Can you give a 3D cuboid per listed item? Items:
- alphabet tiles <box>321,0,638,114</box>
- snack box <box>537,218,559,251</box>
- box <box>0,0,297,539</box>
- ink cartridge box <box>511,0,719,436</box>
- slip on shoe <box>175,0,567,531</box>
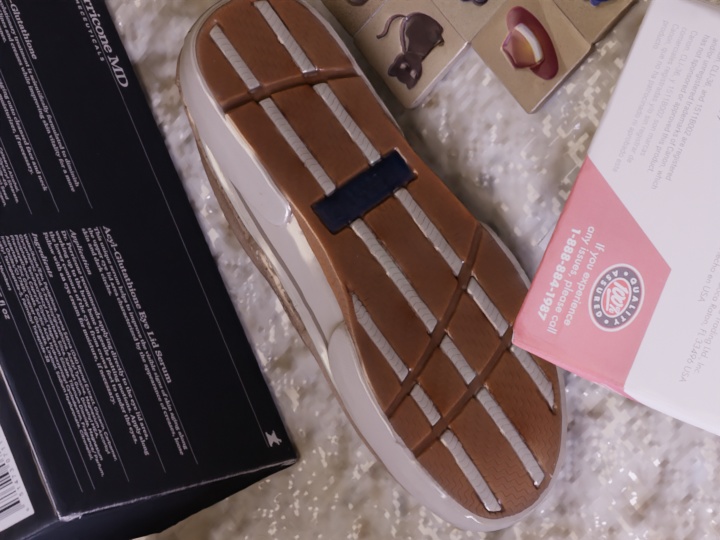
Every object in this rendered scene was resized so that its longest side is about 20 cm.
[{"bbox_3d":[0.049,-0.158,0.880,0.200,0.006,0.167,-47,71,26],"label":"alphabet tiles"},{"bbox_3d":[0.147,0.034,0.823,0.200,0.024,0.072,47,112,20],"label":"snack box"},{"bbox_3d":[-0.123,-0.002,0.920,0.079,0.141,0.201,-29,79,32],"label":"box"},{"bbox_3d":[0.160,0.009,0.766,0.199,0.067,0.117,23,89,22],"label":"ink cartridge box"},{"bbox_3d":[0.000,0.000,0.895,0.200,0.076,0.061,55,158,7],"label":"slip on shoe"}]
